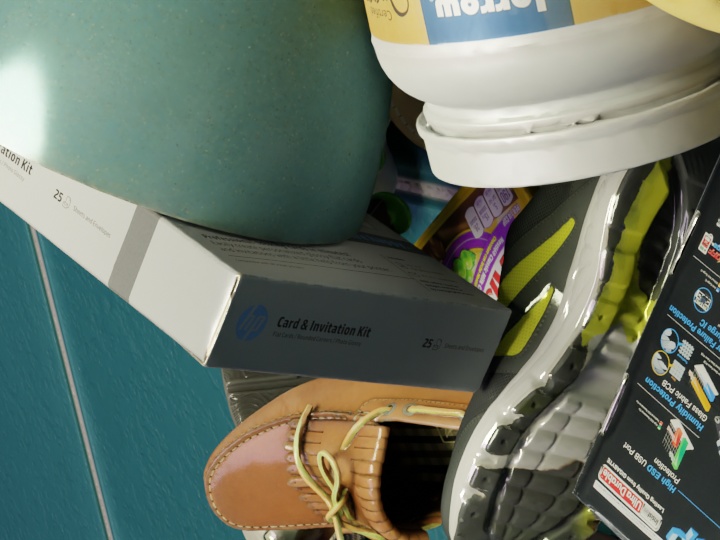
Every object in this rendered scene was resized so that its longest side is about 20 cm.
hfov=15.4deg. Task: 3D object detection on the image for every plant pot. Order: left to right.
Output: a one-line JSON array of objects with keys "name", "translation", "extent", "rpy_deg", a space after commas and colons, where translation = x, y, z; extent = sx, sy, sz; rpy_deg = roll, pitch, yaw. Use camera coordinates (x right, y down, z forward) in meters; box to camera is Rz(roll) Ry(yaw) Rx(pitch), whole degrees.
[{"name": "plant pot", "translation": [-0.068, -0.115, 1.028], "extent": [0.200, 0.200, 0.135], "rpy_deg": [38, 111, 46]}]

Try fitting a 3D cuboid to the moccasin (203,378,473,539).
[{"name": "moccasin", "translation": [0.017, 0.088, 1.157], "extent": [0.201, 0.078, 0.074], "rpy_deg": [-4, 121, 27]}]

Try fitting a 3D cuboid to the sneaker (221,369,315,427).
[{"name": "sneaker", "translation": [-0.030, 0.035, 1.312], "extent": [0.116, 0.075, 0.201], "rpy_deg": [86, 178, -56]}]

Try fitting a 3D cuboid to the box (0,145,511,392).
[{"name": "box", "translation": [-0.060, -0.019, 1.049], "extent": [0.200, 0.156, 0.041], "rpy_deg": [34, 107, 40]}]

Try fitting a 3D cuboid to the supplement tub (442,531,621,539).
[{"name": "supplement tub", "translation": [0.074, 0.186, 1.152], "extent": [0.146, 0.145, 0.200], "rpy_deg": [69, 159, 0]}]

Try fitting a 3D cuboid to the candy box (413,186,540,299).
[{"name": "candy box", "translation": [0.060, 0.022, 1.214], "extent": [0.102, 0.026, 0.200], "rpy_deg": [59, 152, 12]}]

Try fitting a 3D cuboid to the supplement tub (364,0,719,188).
[{"name": "supplement tub", "translation": [0.064, -0.144, 0.958], "extent": [0.144, 0.144, 0.201], "rpy_deg": [13, 120, 59]}]

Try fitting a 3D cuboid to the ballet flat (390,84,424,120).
[{"name": "ballet flat", "translation": [0.021, -0.162, 1.128], "extent": [0.069, 0.069, 0.201], "rpy_deg": [39, 140, 45]}]

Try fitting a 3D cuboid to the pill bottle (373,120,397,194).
[{"name": "pill bottle", "translation": [-0.052, -0.106, 1.209], "extent": [0.109, 0.109, 0.200], "rpy_deg": [33, 155, 49]}]

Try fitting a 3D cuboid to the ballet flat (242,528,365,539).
[{"name": "ballet flat", "translation": [-0.021, 0.114, 1.373], "extent": [0.068, 0.075, 0.200], "rpy_deg": [59, 151, 22]}]

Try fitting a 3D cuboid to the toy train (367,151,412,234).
[{"name": "toy train", "translation": [0.000, 0.000, 1.184], "extent": [0.056, 0.042, 0.201], "rpy_deg": [-7, 119, 33]}]

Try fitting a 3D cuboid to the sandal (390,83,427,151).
[{"name": "sandal", "translation": [0.041, -0.122, 1.074], "extent": [0.070, 0.077, 0.213], "rpy_deg": [-95, 7, -57]}]

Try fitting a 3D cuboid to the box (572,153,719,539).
[{"name": "box", "translation": [0.177, 0.069, 0.949], "extent": [0.200, 0.046, 0.160], "rpy_deg": [42, 121, 41]}]

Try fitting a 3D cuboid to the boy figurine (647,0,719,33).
[{"name": "boy figurine", "translation": [0.136, -0.122, 0.876], "extent": [0.064, 0.124, 0.201], "rpy_deg": [-102, -13, -73]}]

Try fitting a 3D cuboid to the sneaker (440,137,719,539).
[{"name": "sneaker", "translation": [0.087, 0.025, 1.073], "extent": [0.201, 0.074, 0.085], "rpy_deg": [-63, 26, 9]}]
